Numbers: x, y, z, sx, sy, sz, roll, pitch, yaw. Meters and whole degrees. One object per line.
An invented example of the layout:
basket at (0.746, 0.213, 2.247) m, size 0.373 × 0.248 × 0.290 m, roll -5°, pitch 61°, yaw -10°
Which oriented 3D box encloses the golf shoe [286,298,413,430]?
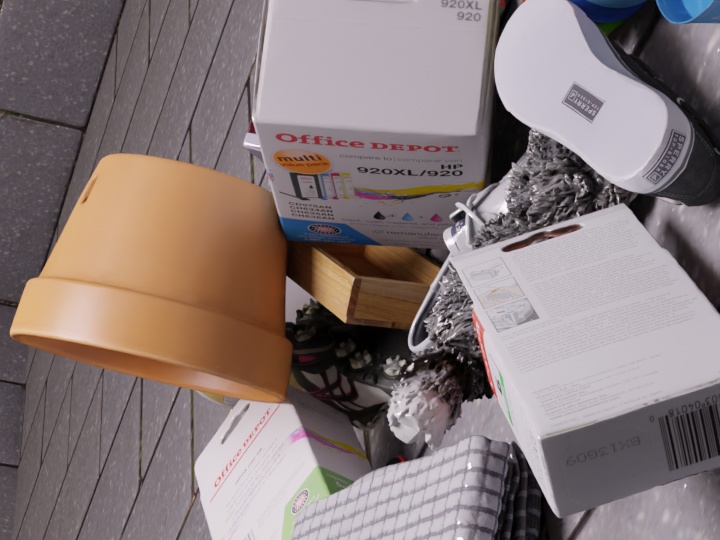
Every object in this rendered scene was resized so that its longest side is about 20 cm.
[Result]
golf shoe at (0.012, 0.075, 1.361) m, size 0.200 × 0.077 × 0.088 m, roll 14°, pitch 134°, yaw 60°

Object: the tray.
tray at (0.000, 0.000, 1.323) m, size 0.200 × 0.098 × 0.037 m, roll -143°, pitch 62°, yaw -63°

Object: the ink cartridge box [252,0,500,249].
ink cartridge box at (0.016, -0.117, 1.205) m, size 0.200 × 0.146 × 0.145 m, roll 79°, pitch -165°, yaw -69°

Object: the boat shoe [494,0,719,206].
boat shoe at (0.133, -0.089, 1.001) m, size 0.069 × 0.056 × 0.200 m, roll -56°, pitch 32°, yaw 15°

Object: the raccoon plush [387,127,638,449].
raccoon plush at (0.094, 0.007, 1.009) m, size 0.200 × 0.096 × 0.134 m, roll -62°, pitch -6°, yaw -60°

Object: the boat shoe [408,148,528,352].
boat shoe at (0.085, -0.016, 1.150) m, size 0.072 × 0.068 × 0.200 m, roll -94°, pitch 22°, yaw -43°

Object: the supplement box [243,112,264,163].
supplement box at (-0.016, -0.165, 1.388) m, size 0.109 × 0.061 × 0.201 m, roll 38°, pitch -114°, yaw -64°

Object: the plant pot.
plant pot at (-0.134, 0.003, 1.294) m, size 0.200 × 0.199 × 0.141 m, roll 167°, pitch 117°, yaw -73°

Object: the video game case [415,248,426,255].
video game case at (0.023, -0.054, 1.473) m, size 0.200 × 0.023 × 0.183 m, roll -128°, pitch 52°, yaw -69°

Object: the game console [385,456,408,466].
game console at (0.021, 0.247, 1.255) m, size 0.200 × 0.031 × 0.177 m, roll -101°, pitch 28°, yaw -55°

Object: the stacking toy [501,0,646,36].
stacking toy at (0.135, -0.168, 1.095) m, size 0.200 × 0.085 × 0.086 m, roll 119°, pitch 157°, yaw -64°

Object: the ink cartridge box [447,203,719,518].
ink cartridge box at (0.118, 0.038, 0.917) m, size 0.200 × 0.108 × 0.051 m, roll -113°, pitch 7°, yaw -64°

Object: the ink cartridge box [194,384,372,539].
ink cartridge box at (-0.051, 0.163, 1.315) m, size 0.117 × 0.067 × 0.200 m, roll -54°, pitch 27°, yaw 14°

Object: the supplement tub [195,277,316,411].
supplement tub at (-0.091, 0.037, 1.547) m, size 0.200 × 0.145 × 0.146 m, roll 112°, pitch 166°, yaw -73°

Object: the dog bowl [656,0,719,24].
dog bowl at (0.195, -0.211, 0.946) m, size 0.112 × 0.049 × 0.201 m, roll 123°, pitch 154°, yaw -52°

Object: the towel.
towel at (0.031, 0.201, 1.100) m, size 0.200 × 0.085 × 0.166 m, roll -31°, pitch 39°, yaw 45°

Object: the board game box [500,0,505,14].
board game box at (0.055, -0.172, 1.397) m, size 0.200 × 0.019 × 0.103 m, roll -52°, pitch 24°, yaw 45°
